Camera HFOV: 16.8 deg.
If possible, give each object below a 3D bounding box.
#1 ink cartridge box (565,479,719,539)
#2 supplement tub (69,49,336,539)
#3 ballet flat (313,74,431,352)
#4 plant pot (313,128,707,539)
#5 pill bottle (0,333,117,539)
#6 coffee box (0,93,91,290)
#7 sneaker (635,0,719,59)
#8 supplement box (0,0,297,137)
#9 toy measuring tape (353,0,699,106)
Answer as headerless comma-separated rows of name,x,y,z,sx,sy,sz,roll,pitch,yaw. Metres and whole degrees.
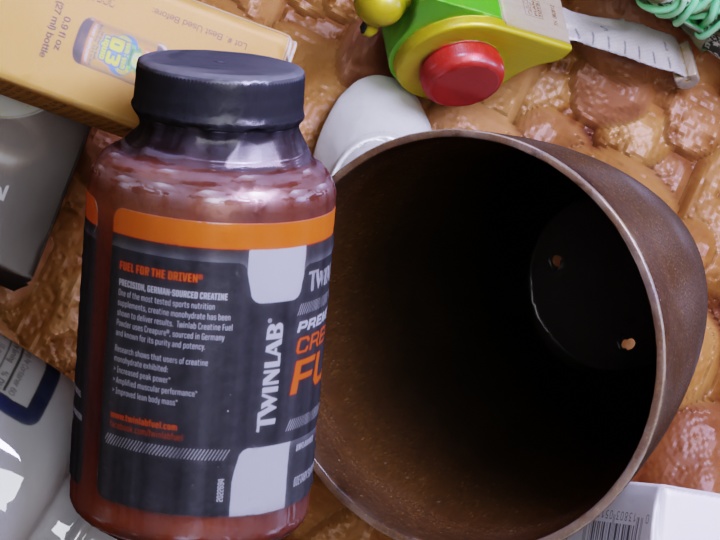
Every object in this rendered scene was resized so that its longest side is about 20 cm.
ink cartridge box,0.188,0.135,1.165,0.200,0.161,0.050,13,83,-21
supplement tub,-0.066,0.011,1.030,0.107,0.107,0.200,2,105,-13
ballet flat,0.000,0.000,1.188,0.069,0.069,0.200,17,83,-12
plant pot,0.085,0.020,1.133,0.187,0.200,0.187,4,99,25
pill bottle,-0.193,0.081,1.110,0.200,0.120,0.120,34,80,-9
coffee box,-0.172,-0.104,1.145,0.114,0.080,0.200,21,82,-12
sneaker,0.154,-0.145,1.213,0.200,0.077,0.089,37,40,-3
supplement box,-0.134,-0.105,1.079,0.200,0.069,0.067,20,83,-15
toy measuring tape,0.076,-0.110,1.223,0.200,0.074,0.074,12,84,-33
